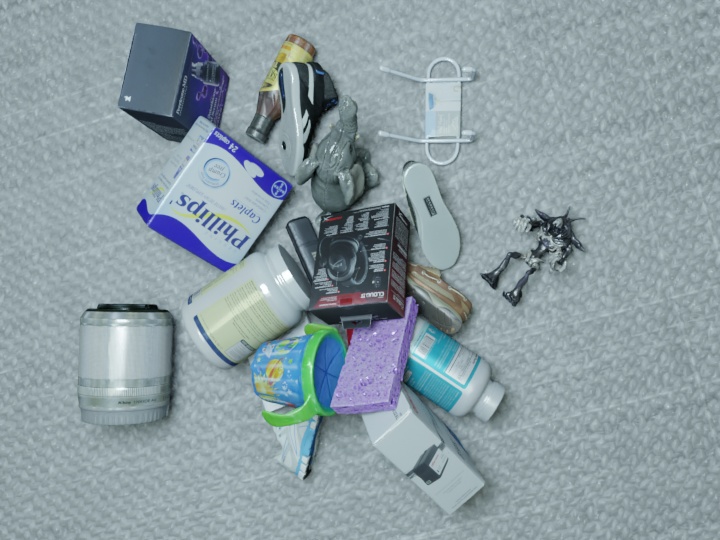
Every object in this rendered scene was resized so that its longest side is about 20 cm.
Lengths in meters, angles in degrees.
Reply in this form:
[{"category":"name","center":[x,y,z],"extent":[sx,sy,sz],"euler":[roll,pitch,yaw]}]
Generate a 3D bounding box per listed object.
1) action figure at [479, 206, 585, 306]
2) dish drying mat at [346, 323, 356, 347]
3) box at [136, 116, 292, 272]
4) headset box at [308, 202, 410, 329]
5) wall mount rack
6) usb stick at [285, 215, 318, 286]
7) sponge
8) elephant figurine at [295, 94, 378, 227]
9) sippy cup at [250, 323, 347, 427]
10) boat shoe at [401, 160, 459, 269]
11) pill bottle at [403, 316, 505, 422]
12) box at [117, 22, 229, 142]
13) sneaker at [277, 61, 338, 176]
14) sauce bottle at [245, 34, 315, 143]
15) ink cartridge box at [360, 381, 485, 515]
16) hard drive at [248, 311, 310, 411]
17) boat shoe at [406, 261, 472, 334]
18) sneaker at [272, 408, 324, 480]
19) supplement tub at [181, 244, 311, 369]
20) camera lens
[{"category":"action figure","center":[0.306,-0.036,1.061],"extent":[0.119,0.102,0.200],"euler":[44,94,19]},{"category":"dish drying mat","center":[0.005,0.060,1.120],"extent":[0.076,0.018,0.203],"euler":[-7,85,33]},{"category":"box","center":[-0.254,-0.128,1.081],"extent":[0.183,0.105,0.201],"euler":[34,92,-37]},{"category":"headset box","center":[0.000,0.000,1.041],"extent":[0.147,0.077,0.203],"euler":[-8,63,26]},{"category":"wall mount rack","center":[0.120,-0.296,1.108],"extent":[0.171,0.075,0.203],"euler":[1,86,7]},{"category":"usb stick","center":[-0.078,-0.005,1.123],"extent":[0.033,0.055,0.202],"euler":[-35,76,46]},{"category":"sponge","center":[0.026,0.137,1.008],"extent":[0.110,0.030,0.202],"euler":[-13,43,33]},{"category":"elephant figurine","center":[-0.046,-0.181,1.058],"extent":[0.140,0.200,0.157],"euler":[-17,85,5]},{"category":"sippy cup","center":[-0.103,0.166,1.008],"extent":[0.129,0.177,0.142],"euler":[-4,92,23]},{"category":"boat shoe","center":[0.124,-0.101,1.099],"extent":[0.070,0.064,0.202],"euler":[-20,108,0]},{"category":"pill bottle","center":[0.146,0.175,1.062],"extent":[0.199,0.111,0.112],"euler":[33,91,7]},{"category":"box","center":[-0.326,-0.321,1.099],"extent":[0.103,0.200,0.150],"euler":[12,88,7]},{"category":"sneaker","center":[-0.089,-0.278,1.135],"extent":[0.111,0.073,0.203],"euler":[-15,118,-34]},{"category":"sauce bottle","center":[-0.152,-0.335,1.147],"extent":[0.065,0.066,0.202],"euler":[26,88,7]},{"category":"ink cartridge box","center":[0.093,0.275,1.007],"extent":[0.084,0.145,0.200],"euler":[-41,112,4]},{"category":"hard drive","center":[-0.145,0.143,1.140],"extent":[0.130,0.025,0.203],"euler":[-21,84,5]},{"category":"boat shoe","center":[0.113,0.029,1.101],"extent":[0.200,0.076,0.072],"euler":[41,62,16]},{"category":"sneaker","center":[-0.110,0.268,1.093],"extent":[0.086,0.075,0.203],"euler":[17,100,11]},{"category":"supplement tub","center":[-0.190,0.061,1.065],"extent":[0.199,0.145,0.146],"euler":[-33,84,4]},{"category":"camera lens","center":[-0.420,0.161,1.104],"extent":[0.157,0.160,0.203],"euler":[1,87,7]}]
